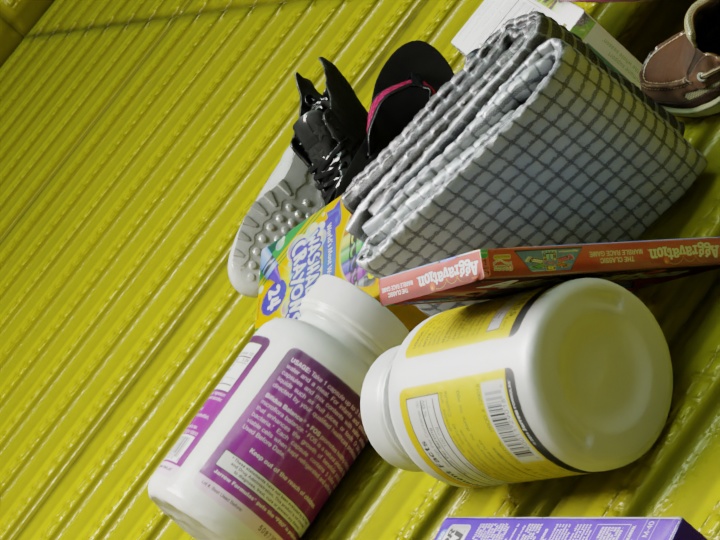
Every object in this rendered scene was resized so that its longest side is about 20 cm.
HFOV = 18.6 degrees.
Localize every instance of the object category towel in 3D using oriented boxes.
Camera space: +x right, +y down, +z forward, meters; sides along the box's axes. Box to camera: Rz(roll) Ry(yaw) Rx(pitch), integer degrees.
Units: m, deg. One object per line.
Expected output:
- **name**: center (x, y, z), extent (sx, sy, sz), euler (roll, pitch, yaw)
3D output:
- **towel**: center (0.101, -0.054, 1.427), extent (0.200, 0.165, 0.086), euler (-45, 42, 15)

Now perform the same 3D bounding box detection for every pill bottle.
- **pill bottle**: center (-0.051, 0.106, 1.545), extent (0.201, 0.112, 0.112), euler (-54, 21, -14)
- **pill bottle**: center (0.086, 0.073, 1.324), extent (0.199, 0.111, 0.112), euler (-15, 38, 56)

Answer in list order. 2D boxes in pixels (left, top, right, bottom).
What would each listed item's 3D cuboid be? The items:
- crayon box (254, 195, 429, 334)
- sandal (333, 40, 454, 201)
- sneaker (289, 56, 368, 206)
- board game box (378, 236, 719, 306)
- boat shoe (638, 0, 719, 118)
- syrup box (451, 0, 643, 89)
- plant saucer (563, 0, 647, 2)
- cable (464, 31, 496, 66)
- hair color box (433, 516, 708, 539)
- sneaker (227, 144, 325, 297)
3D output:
- **crayon box**: center (0.000, 0.000, 1.677), extent (0.199, 0.051, 0.127), euler (-33, 40, 36)
- **sandal**: center (0.034, -0.114, 1.806), extent (0.045, 0.074, 0.201), euler (108, -176, -56)
- **sneaker**: center (-0.023, -0.090, 1.845), extent (0.060, 0.104, 0.201), euler (-35, 24, 30)
- **board game box**: center (0.120, 0.001, 1.313), extent (0.103, 0.198, 0.020), euler (-19, 77, 54)
- **boat shoe**: center (0.243, -0.156, 1.448), extent (0.202, 0.075, 0.075), euler (-14, 49, 57)
- **syrup box**: center (0.143, -0.160, 1.663), extent (0.082, 0.079, 0.200), euler (-50, 20, 4)
- **plant saucer**: center (0.184, -0.237, 1.636), extent (0.198, 0.051, 0.201), euler (-2, 18, 1)
- **cable**: center (0.064, -0.071, 1.547), extent (0.163, 0.050, 0.202), euler (-85, 10, -69)
- **hair color box**: center (0.118, 0.175, 1.078), extent (0.065, 0.109, 0.199), euler (-58, 22, -21)
- **sneaker**: center (-0.065, -0.043, 1.918), extent (0.080, 0.076, 0.201), euler (-42, 14, 50)
